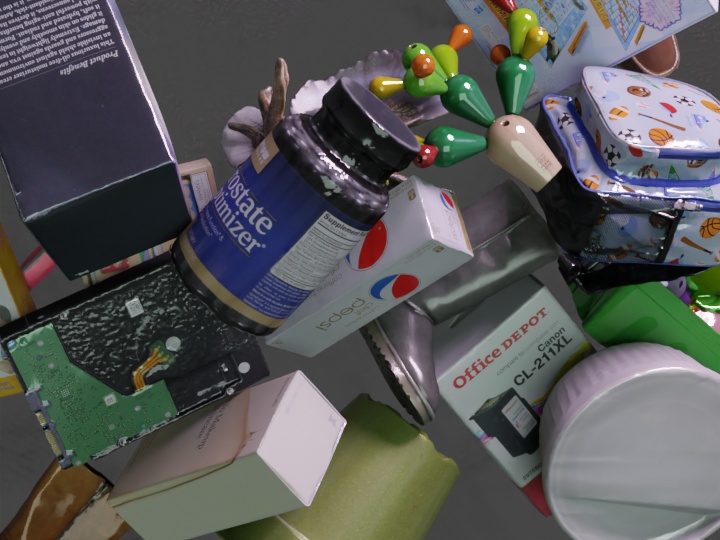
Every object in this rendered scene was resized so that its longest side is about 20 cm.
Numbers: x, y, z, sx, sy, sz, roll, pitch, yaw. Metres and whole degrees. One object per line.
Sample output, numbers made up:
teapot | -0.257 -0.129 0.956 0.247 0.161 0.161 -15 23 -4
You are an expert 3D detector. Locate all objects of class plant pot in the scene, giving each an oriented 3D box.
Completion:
plant pot | -0.010 0.224 1.228 0.200 0.200 0.190 44 79 -21

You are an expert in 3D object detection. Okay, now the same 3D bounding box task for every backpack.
backpack | 0.256 -0.086 1.158 0.190 0.200 0.154 10 131 -19

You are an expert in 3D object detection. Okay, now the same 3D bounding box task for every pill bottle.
pill bottle | -0.049 -0.052 1.042 0.112 0.112 0.200 37 107 -21

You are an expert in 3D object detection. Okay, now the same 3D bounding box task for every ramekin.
ramekin | 0.257 0.159 1.210 0.202 0.094 0.203 -3 114 -7

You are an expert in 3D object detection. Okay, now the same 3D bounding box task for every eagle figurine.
eagle figurine | -0.009 -0.108 1.166 0.200 0.151 0.152 -11 155 -41

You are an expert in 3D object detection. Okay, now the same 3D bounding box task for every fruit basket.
fruit basket | 0.330 0.009 1.270 0.215 0.156 0.216 -1 120 -2

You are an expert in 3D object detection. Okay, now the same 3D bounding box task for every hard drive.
hard drive | -0.193 0.071 1.131 0.200 0.038 0.140 -26 113 -13

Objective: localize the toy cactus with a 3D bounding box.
toy cactus | 0.106 -0.139 1.101 0.165 0.102 0.200 44 62 0

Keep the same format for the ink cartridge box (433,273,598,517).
ink cartridge box | 0.166 0.117 1.281 0.146 0.083 0.200 -41 112 1

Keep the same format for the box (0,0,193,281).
box | -0.221 -0.120 1.014 0.123 0.200 0.199 -21 80 -7

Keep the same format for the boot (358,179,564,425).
boot | 0.098 0.026 1.209 0.200 0.073 0.182 -24 65 -8

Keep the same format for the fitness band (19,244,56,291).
fitness band | -0.227 0.021 1.179 0.200 0.037 0.144 -40 114 0

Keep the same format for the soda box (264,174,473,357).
soda box | 0.000 0.000 1.156 0.200 0.068 0.064 -33 146 30

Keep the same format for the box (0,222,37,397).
box | -0.350 0.019 1.121 0.119 0.041 0.200 -13 114 10

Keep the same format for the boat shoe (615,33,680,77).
boat shoe | 0.238 -0.257 1.197 0.076 0.072 0.200 -37 111 -2

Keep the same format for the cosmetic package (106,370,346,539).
cosmetic package | -0.120 0.170 1.157 0.200 0.104 0.073 -24 117 36

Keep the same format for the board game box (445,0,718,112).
board game box | 0.175 -0.265 1.142 0.199 0.041 0.200 -25 116 31

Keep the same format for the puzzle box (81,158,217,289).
puzzle box | -0.177 0.011 1.158 0.133 0.025 0.200 -15 111 -11

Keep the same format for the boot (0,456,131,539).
boot | -0.329 0.244 1.198 0.188 0.068 0.200 42 92 -21
